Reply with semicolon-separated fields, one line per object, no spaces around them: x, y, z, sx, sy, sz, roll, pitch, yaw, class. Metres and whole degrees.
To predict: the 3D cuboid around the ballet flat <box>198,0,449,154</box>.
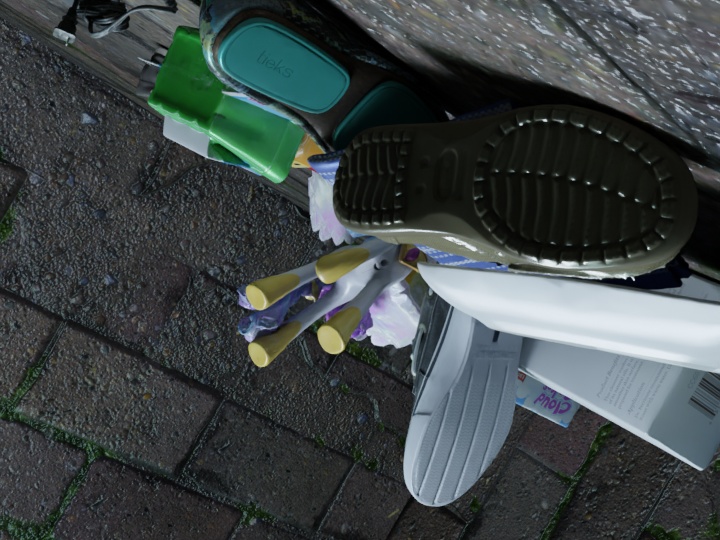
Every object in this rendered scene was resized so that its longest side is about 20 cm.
-0.015;-0.109;0.710;0.074;0.074;0.200;29;176;44;ballet flat

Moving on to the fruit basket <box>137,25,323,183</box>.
-0.043;-0.098;0.889;0.200;0.094;0.185;27;-179;-38;fruit basket

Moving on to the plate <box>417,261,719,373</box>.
0.160;0.033;0.665;0.199;0.032;0.199;9;178;41;plate

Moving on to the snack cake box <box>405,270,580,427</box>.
0.096;0.055;1.077;0.115;0.067;0.200;30;179;-36;snack cake box

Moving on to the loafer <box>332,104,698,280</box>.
0.076;-0.037;0.598;0.199;0.076;0.067;12;179;42;loafer

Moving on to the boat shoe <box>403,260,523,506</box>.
0.071;0.065;0.881;0.072;0.201;0.071;11;-168;-29;boat shoe

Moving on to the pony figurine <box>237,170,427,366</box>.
0.000;0.000;0.957;0.193;0.200;0.167;-16;103;54;pony figurine

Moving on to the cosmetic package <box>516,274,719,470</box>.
0.175;0.043;0.876;0.081;0.113;0.200;32;180;-38;cosmetic package

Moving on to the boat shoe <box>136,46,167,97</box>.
-0.147;-0.166;1.339;0.199;0.057;0.067;31;179;-2;boat shoe

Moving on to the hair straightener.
-0.177;-0.184;0.869;0.041;0.077;0.200;33;177;-36;hair straightener

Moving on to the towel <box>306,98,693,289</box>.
0.086;-0.032;0.725;0.144;0.024;0.200;-10;148;42;towel

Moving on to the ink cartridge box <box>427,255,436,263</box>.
0.102;-0.019;1.074;0.116;0.068;0.200;30;178;7;ink cartridge box
